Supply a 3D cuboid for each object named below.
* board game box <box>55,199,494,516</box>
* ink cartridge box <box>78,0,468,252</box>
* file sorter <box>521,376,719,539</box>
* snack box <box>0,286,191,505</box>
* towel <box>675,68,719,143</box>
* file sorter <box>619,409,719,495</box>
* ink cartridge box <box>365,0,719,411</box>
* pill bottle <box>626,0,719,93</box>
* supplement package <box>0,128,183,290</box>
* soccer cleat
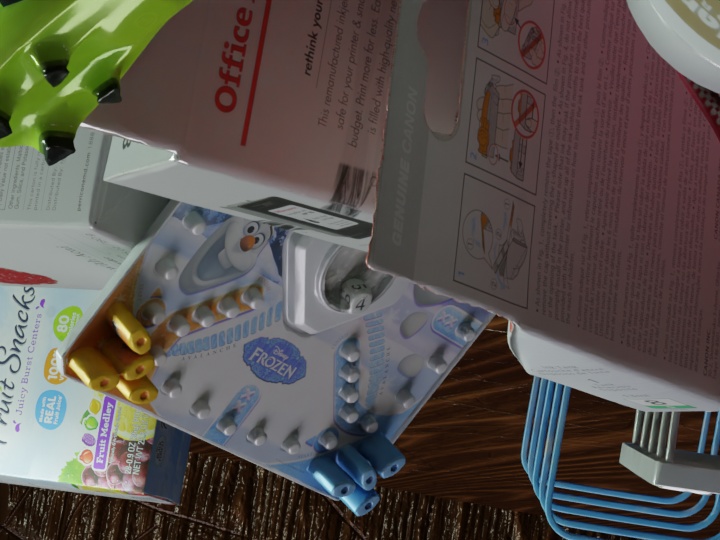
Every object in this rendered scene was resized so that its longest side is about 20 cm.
[{"bbox_3d":[0.000,0.000,0.868,0.200,0.200,0.026,31,-171,-47],"label":"board game box"},{"bbox_3d":[-0.016,-0.076,0.727,0.200,0.116,0.067,15,169,-27],"label":"ink cartridge box"},{"bbox_3d":[0.184,0.108,1.360,0.139,0.123,0.200,8,-176,-1],"label":"file sorter"},{"bbox_3d":[-0.222,0.082,1.554,0.200,0.169,0.068,3,167,24],"label":"snack box"},{"bbox_3d":[0.150,-0.056,0.671,0.200,0.145,0.022,20,127,-44],"label":"towel"},{"bbox_3d":[0.232,0.065,1.156,0.139,0.125,0.200,9,178,2],"label":"file sorter"},{"bbox_3d":[0.063,-0.049,0.677,0.050,0.161,0.200,-7,161,44],"label":"ink cartridge box"},{"bbox_3d":[0.121,-0.104,0.480,0.111,0.111,0.200,9,169,-3],"label":"pill bottle"},{"bbox_3d":[-0.150,-0.061,0.895,0.200,0.120,0.121,2,167,31],"label":"supplement package"},{"bbox_3d":[-0.056,-0.113,0.605,0.200,0.081,0.068,-34,152,19],"label":"soccer cleat"}]
